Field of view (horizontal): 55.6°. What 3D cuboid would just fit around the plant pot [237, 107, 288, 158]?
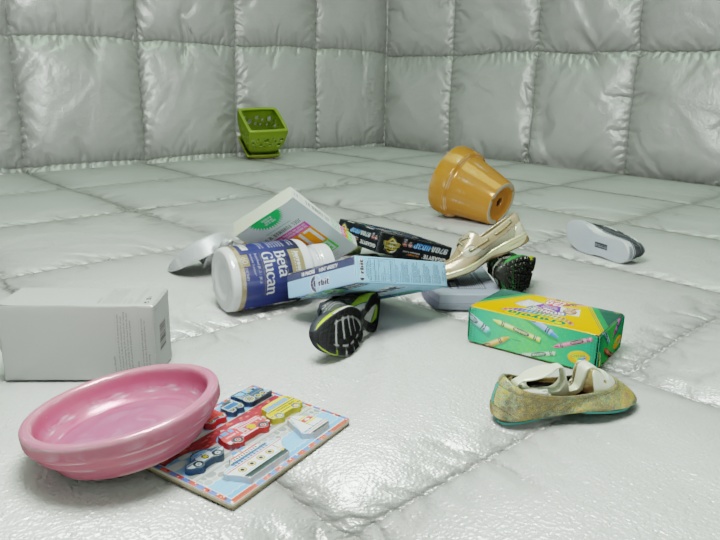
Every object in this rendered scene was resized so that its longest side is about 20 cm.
[{"bbox_3d":[-0.476,-0.647,3.258,0.198,0.182,0.200,-8,47,-26],"label":"plant pot"}]

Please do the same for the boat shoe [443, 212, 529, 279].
[{"bbox_3d":[0.201,-0.040,1.221,0.199,0.065,0.072,-26,5,-3],"label":"boat shoe"}]

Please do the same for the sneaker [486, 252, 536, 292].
[{"bbox_3d":[0.268,0.003,1.266,0.085,0.078,0.200,14,6,19],"label":"sneaker"}]

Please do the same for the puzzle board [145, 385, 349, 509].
[{"bbox_3d":[-0.127,0.179,0.746,0.150,0.017,0.200,11,19,31],"label":"puzzle board"}]

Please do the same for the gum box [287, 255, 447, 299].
[{"bbox_3d":[0.011,0.016,1.108,0.199,0.045,0.170,4,-12,-42],"label":"gum box"}]

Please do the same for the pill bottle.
[{"bbox_3d":[-0.148,0.004,1.189,0.199,0.112,0.111,-9,19,-31],"label":"pill bottle"}]

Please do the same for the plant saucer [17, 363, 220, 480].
[{"bbox_3d":[-0.244,0.157,0.712,0.199,0.051,0.201,-9,13,2],"label":"plant saucer"}]

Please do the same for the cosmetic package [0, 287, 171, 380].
[{"bbox_3d":[-0.362,0.083,0.908,0.199,0.108,0.085,2,16,-2],"label":"cosmetic package"}]

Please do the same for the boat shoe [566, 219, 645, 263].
[{"bbox_3d":[0.564,-0.072,1.576,0.068,0.072,0.200,-9,21,-27],"label":"boat shoe"}]

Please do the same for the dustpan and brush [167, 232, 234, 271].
[{"bbox_3d":[-0.292,-0.039,1.345,0.139,0.057,0.200,-25,-8,-32],"label":"dustpan and brush"}]

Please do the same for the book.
[{"bbox_3d":[-0.115,-0.066,1.251,0.133,0.048,0.200,-30,-38,22],"label":"book"}]

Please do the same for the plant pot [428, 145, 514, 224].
[{"bbox_3d":[0.323,-0.223,1.917,0.183,0.201,0.200,33,32,34],"label":"plant pot"}]

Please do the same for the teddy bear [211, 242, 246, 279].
[{"bbox_3d":[-0.212,-0.007,1.327,0.144,0.067,0.200,-18,18,-1],"label":"teddy bear"}]

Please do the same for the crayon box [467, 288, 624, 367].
[{"bbox_3d":[0.276,0.085,1.026,0.199,0.059,0.119,12,19,34],"label":"crayon box"}]

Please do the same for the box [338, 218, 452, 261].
[{"bbox_3d":[0.071,-0.060,1.458,0.199,0.046,0.159,10,8,-36],"label":"box"}]

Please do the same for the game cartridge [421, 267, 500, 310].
[{"bbox_3d":[0.178,0.029,1.263,0.133,0.041,0.200,4,16,-2],"label":"game cartridge"}]

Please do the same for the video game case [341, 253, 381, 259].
[{"bbox_3d":[0.000,0.000,1.384,0.142,0.018,0.200,-4,16,-18],"label":"video game case"}]

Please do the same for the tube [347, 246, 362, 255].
[{"bbox_3d":[-0.097,-0.045,1.480,0.199,0.052,0.058,1,29,-3],"label":"tube"}]

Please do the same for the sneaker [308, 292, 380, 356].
[{"bbox_3d":[-0.035,0.080,1.029,0.081,0.074,0.200,0,7,21],"label":"sneaker"}]

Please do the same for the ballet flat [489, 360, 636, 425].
[{"bbox_3d":[0.248,0.140,0.818,0.199,0.071,0.071,-3,16,-17],"label":"ballet flat"}]
